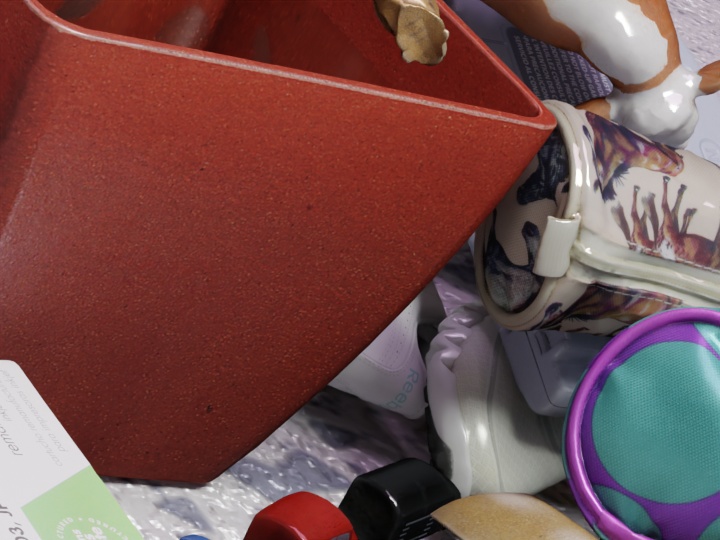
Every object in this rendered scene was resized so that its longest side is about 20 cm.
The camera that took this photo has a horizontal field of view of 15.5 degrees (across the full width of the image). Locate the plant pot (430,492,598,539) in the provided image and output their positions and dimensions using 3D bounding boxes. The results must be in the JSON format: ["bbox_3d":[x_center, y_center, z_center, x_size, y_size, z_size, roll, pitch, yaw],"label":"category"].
[{"bbox_3d":[0.107,0.129,0.831,0.200,0.028,0.200,38,-3,2],"label":"plant pot"}]

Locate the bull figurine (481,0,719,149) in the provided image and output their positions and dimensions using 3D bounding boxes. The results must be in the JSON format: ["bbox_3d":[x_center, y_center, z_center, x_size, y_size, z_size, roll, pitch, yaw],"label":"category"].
[{"bbox_3d":[0.062,-0.128,0.988,0.200,0.065,0.122,40,23,-23],"label":"bull figurine"}]

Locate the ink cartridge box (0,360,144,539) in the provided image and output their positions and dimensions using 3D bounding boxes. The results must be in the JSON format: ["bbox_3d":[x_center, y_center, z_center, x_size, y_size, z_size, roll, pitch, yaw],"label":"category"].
[{"bbox_3d":[-0.160,0.076,0.702,0.199,0.067,0.117,5,31,-43],"label":"ink cartridge box"}]

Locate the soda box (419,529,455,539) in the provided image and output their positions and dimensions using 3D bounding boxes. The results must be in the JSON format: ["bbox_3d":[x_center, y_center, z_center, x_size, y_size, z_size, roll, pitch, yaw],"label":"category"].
[{"bbox_3d":[0.068,0.165,0.778,0.200,0.064,0.068,37,23,20],"label":"soda box"}]

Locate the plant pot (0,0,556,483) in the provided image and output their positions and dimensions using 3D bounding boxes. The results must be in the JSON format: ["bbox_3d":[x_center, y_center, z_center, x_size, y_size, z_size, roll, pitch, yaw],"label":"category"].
[{"bbox_3d":[-0.092,-0.041,0.889,0.199,0.177,0.200,8,30,-38],"label":"plant pot"}]

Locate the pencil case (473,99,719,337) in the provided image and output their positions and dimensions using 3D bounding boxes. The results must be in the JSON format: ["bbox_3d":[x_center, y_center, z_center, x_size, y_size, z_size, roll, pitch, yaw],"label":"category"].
[{"bbox_3d":[0.131,0.001,0.924,0.199,0.078,0.089,15,8,-27],"label":"pencil case"}]

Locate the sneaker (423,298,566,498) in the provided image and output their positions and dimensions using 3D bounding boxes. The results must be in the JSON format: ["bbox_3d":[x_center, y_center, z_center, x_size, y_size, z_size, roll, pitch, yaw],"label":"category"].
[{"bbox_3d":[0.083,0.043,1.012,0.081,0.075,0.200,0,13,25],"label":"sneaker"}]

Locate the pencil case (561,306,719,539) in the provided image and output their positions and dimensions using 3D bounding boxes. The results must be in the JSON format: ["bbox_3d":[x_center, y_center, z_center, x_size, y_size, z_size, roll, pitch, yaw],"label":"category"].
[{"bbox_3d":[0.128,0.074,0.883,0.085,0.093,0.200,37,-3,23],"label":"pencil case"}]

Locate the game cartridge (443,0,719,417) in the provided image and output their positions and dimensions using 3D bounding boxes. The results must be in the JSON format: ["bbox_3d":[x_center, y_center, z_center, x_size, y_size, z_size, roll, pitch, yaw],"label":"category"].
[{"bbox_3d":[0.098,-0.027,1.013,0.133,0.041,0.201,4,52,-28],"label":"game cartridge"}]

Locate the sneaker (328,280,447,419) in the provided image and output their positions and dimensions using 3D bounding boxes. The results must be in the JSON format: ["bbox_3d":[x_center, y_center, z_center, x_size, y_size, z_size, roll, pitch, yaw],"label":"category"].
[{"bbox_3d":[0.000,0.000,1.069,0.088,0.075,0.200,39,22,-15],"label":"sneaker"}]

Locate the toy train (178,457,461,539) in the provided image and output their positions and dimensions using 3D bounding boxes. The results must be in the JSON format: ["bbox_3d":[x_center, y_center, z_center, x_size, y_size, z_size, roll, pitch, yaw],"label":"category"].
[{"bbox_3d":[-0.021,0.094,0.850,0.034,0.046,0.200,36,24,20],"label":"toy train"}]

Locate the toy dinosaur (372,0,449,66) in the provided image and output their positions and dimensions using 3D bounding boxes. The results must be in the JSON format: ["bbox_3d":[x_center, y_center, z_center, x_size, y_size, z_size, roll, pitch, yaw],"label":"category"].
[{"bbox_3d":[-0.052,-0.133,0.825,0.199,0.061,0.106,25,24,-6],"label":"toy dinosaur"}]
